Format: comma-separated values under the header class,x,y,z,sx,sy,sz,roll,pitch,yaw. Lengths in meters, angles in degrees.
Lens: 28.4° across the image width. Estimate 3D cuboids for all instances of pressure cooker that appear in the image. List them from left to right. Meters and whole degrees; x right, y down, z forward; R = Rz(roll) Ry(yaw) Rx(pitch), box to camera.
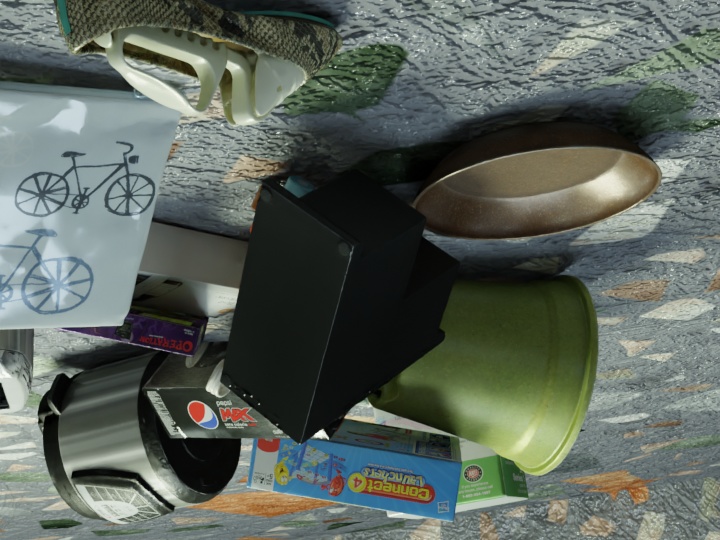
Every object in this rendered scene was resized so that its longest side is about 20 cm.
class,x,y,z,sx,sy,sz,roll,pitch,yaw
pressure cooker,-0.252,0.186,1.573,0.198,0.178,0.178,-14,178,27

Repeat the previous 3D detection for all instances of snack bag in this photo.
class,x,y,z,sx,sy,sz,roll,pitch,yaw
snack bag,-0.223,-0.042,0.939,0.187,0.021,0.202,0,126,-32

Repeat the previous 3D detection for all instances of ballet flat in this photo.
class,x,y,z,sx,sy,sz,roll,pitch,yaw
ballet flat,-0.089,-0.122,0.820,0.199,0.076,0.067,10,156,-43

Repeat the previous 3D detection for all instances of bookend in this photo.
class,x,y,z,sx,sy,sz,roll,pitch,yaw
bookend,0.000,0.000,1.126,0.198,0.092,0.202,-32,147,-43

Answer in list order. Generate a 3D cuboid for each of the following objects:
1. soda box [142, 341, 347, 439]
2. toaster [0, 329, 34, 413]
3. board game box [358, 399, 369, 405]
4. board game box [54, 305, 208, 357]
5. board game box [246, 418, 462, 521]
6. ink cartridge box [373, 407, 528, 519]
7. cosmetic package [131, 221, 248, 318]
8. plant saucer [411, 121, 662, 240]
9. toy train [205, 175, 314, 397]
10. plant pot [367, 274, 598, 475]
class,x,y,z,sx,sy,sz,roll,pitch,yaw
soda box,-0.100,0.107,1.289,0.198,0.071,0.064,-4,125,37
toaster,-0.324,0.043,1.168,0.112,0.131,0.200,-2,162,-11
board game box,-0.069,0.117,1.537,0.145,0.065,0.200,-4,172,3
board game box,-0.195,0.044,1.239,0.119,0.033,0.200,16,180,-4
board game box,-0.001,0.185,1.384,0.193,0.057,0.200,9,180,4
ink cartridge box,0.096,0.165,1.584,0.143,0.203,0.084,-14,164,24
cosmetic package,-0.173,-0.001,1.213,0.082,0.051,0.199,-19,160,40
plant saucer,0.136,-0.073,1.121,0.198,0.037,0.201,-6,163,-2
toy train,-0.076,0.001,1.170,0.150,0.055,0.202,-15,136,-56
plant pot,0.107,0.086,1.400,0.182,0.203,0.200,12,158,-16
